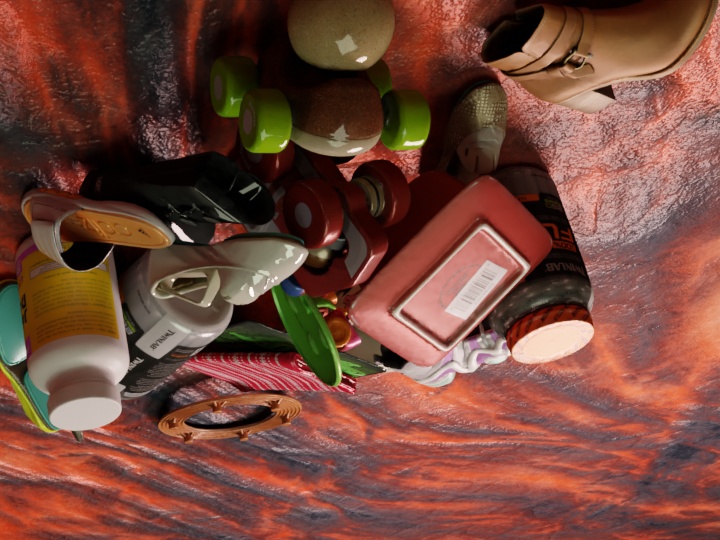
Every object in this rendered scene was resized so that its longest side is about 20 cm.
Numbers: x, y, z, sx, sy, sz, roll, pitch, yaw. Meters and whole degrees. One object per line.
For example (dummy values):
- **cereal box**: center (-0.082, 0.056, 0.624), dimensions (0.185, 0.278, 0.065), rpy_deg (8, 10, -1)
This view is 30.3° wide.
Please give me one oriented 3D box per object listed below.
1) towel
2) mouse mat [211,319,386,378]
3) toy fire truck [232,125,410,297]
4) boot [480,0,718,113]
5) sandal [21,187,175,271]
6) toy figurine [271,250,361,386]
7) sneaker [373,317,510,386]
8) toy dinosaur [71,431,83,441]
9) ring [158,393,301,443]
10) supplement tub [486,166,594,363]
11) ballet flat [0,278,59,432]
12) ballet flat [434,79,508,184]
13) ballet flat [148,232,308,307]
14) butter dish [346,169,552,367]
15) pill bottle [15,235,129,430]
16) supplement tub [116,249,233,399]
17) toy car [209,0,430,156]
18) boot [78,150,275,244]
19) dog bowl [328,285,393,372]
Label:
- **towel**: center (-0.119, 0.130, 1.682), dimensions (0.199, 0.023, 0.144), rpy_deg (-3, 160, 35)
- **mouse mat**: center (-0.086, 0.102, 1.643), dimensions (0.199, 0.008, 0.161), rpy_deg (21, 160, -26)
- **toy fire truck**: center (-0.055, -0.062, 1.300), dimensions (0.112, 0.200, 0.168), rpy_deg (-19, 155, -39)
- **boot**: center (0.225, -0.233, 1.267), dimensions (0.155, 0.077, 0.200), rpy_deg (18, 145, -38)
- **sandal**: center (-0.270, -0.034, 1.290), dimensions (0.206, 0.059, 0.079), rpy_deg (6, 148, 40)
- **toy figurine**: center (0.000, 0.000, 1.494), dimensions (0.184, 0.200, 0.150), rpy_deg (-28, 176, -18)
- **sneaker**: center (0.100, 0.075, 1.566), dimensions (0.140, 0.078, 0.200), rpy_deg (16, 138, -43)
- **toy dinosaur**: center (-0.356, 0.148, 1.655), dimensions (0.102, 0.077, 0.200), rpy_deg (14, 152, -8)
- **ring**: center (-0.179, 0.208, 1.840), dimensions (0.200, 0.019, 0.201), rpy_deg (-7, 160, -3)
- **supplement tub**: center (0.187, -0.005, 1.491), dimensions (0.122, 0.201, 0.123), rpy_deg (-12, 151, -7)
- **ballet flat**: center (-0.385, 0.096, 1.503), dimensions (0.067, 0.067, 0.201), rpy_deg (-36, 124, -33)
- **ballet flat**: center (0.119, -0.116, 1.408), dimensions (0.070, 0.065, 0.200), rpy_deg (-9, 150, -15)
- **ballet flat**: center (-0.129, 0.004, 1.263), dimensions (0.200, 0.070, 0.069), rpy_deg (-2, 164, 41)
- **butter dish**: center (0.067, -0.025, 1.373), dimensions (0.200, 0.148, 0.199), rpy_deg (-46, 144, 6)
- **pill bottle**: center (-0.298, 0.060, 1.383), dimensions (0.104, 0.201, 0.104), rpy_deg (-11, 150, -7)
- **supplement tub**: center (-0.246, 0.066, 1.495), dimensions (0.122, 0.123, 0.200), rpy_deg (15, 138, -41)
- **toy car**: center (-0.026, -0.213, 1.154), dimensions (0.164, 0.158, 0.201), rpy_deg (-4, 120, -26)
- **boot**: center (-0.153, -0.063, 1.293), dimensions (0.200, 0.066, 0.165), rpy_deg (-5, 163, 44)
- **dog bowl**: center (0.049, 0.049, 1.650), dimensions (0.199, 0.074, 0.200), rpy_deg (-11, 150, -6)
